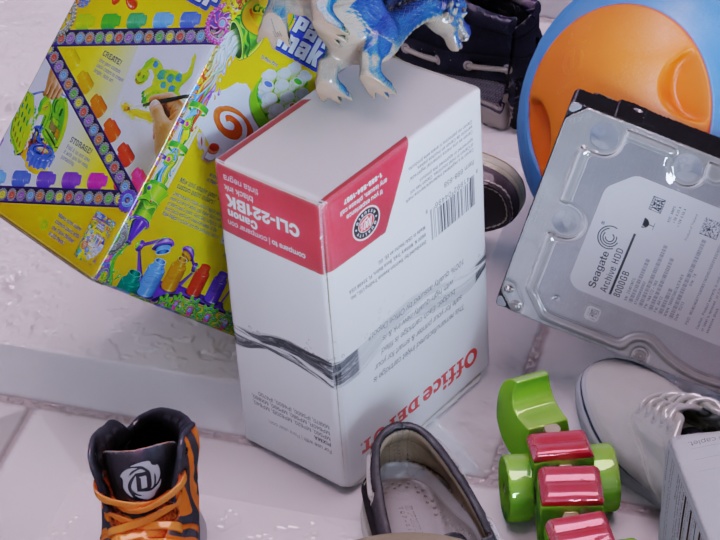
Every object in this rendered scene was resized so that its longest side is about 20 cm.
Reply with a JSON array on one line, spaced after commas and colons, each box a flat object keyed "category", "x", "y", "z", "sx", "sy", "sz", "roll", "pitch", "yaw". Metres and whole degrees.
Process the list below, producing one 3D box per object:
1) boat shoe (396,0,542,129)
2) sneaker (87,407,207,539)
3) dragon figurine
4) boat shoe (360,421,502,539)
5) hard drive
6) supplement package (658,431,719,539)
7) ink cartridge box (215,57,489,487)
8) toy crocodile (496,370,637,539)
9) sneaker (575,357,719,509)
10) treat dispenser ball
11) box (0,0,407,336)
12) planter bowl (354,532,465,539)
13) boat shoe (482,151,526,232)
[{"category": "boat shoe", "x": 0.052, "y": -0.180, "z": 1.657, "sx": 0.199, "sy": 0.093, "sz": 0.075, "roll": 25, "pitch": 45, "yaw": 30}, {"category": "sneaker", "x": -0.120, "y": 0.150, "z": 1.222, "sx": 0.077, "sy": 0.113, "sz": 0.201, "roll": -3, "pitch": 38, "yaw": -2}, {"category": "dragon figurine", "x": -0.011, "y": -0.159, "z": 1.274, "sx": 0.058, "sy": 0.200, "sz": 0.100, "roll": -5, "pitch": 59, "yaw": 36}, {"category": "boat shoe", "x": 0.047, "y": 0.161, "z": 1.245, "sx": 0.073, "sy": 0.061, "sz": 0.201, "roll": -8, "pitch": 38, "yaw": -10}, {"category": "hard drive", "x": 0.193, "y": -0.008, "z": 1.353, "sx": 0.199, "sy": 0.141, "sz": 0.038, "roll": 23, "pitch": 26, "yaw": 4}, {"category": "supplement package", "x": 0.259, "y": 0.187, "z": 1.132, "sx": 0.189, "sy": 0.148, "sz": 0.201, "roll": -6, "pitch": 37, "yaw": -6}, {"category": "ink cartridge box", "x": 0.000, "y": 0.000, "z": 1.343, "sx": 0.083, "sy": 0.201, "sz": 0.144, "roll": 22, "pitch": 43, "yaw": 33}, {"category": "toy crocodile", "x": 0.115, "y": 0.135, "z": 1.274, "sx": 0.067, "sy": 0.062, "sz": 0.201, "roll": -5, "pitch": 38, "yaw": -4}, {"category": "sneaker", "x": 0.186, "y": 0.098, "z": 1.311, "sx": 0.073, "sy": 0.071, "sz": 0.200, "roll": -18, "pitch": 39, "yaw": -21}, {"category": "treat dispenser ball", "x": 0.197, "y": -0.091, "z": 1.448, "sx": 0.199, "sy": 0.202, "sz": 0.202, "roll": -1, "pitch": 38, "yaw": 1}, {"category": "box", "x": -0.084, "y": -0.076, "z": 1.379, "sx": 0.122, "sy": 0.194, "sz": 0.200, "roll": 32, "pitch": 4, "yaw": 38}, {"category": "planter bowl", "x": 0.028, "y": 0.210, "z": 1.099, "sx": 0.198, "sy": 0.202, "sz": 0.135, "roll": 4, "pitch": 11, "yaw": 7}, {"category": "boat shoe", "x": 0.006, "y": -0.040, "z": 1.502, "sx": 0.198, "sy": 0.072, "sz": 0.065, "roll": 4, "pitch": 43, "yaw": 14}]
